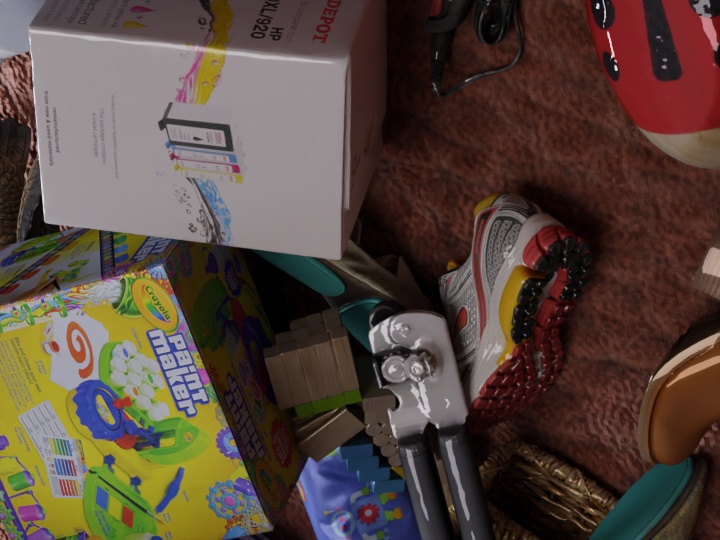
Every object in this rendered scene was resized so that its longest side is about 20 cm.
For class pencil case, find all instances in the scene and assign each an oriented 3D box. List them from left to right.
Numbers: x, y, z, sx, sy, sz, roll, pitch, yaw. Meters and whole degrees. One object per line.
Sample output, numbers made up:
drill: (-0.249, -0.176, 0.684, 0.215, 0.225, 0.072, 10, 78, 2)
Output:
pencil case: (-0.008, 0.163, 1.445, 0.078, 0.086, 0.201, -144, 31, -73)

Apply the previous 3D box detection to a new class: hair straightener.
hair straightener: (0.078, -0.185, 1.200, 0.077, 0.041, 0.201, 29, 130, 21)

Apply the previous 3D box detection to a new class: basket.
basket: (0.130, 0.241, 1.347, 0.199, 0.143, 0.150, 34, 132, 16)

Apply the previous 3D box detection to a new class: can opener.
can opener: (0.052, 0.116, 1.304, 0.052, 0.066, 0.201, -13, 100, 9)

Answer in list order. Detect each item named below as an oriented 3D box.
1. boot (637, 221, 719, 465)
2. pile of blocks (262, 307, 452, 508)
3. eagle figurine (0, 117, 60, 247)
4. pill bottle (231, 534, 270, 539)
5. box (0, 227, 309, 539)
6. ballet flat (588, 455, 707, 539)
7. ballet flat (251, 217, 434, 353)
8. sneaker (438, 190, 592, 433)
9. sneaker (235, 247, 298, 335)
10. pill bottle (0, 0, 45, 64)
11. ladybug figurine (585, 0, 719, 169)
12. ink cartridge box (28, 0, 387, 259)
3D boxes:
boot: (0.259, 0.073, 1.200, 0.154, 0.074, 0.201, 28, 132, 16)
pile of blocks: (0.000, 0.096, 1.374, 0.082, 0.062, 0.200, -34, 123, 14)
eagle figurine: (-0.246, -0.023, 1.473, 0.151, 0.151, 0.201, -19, 102, 2)
pill bottle: (-0.117, 0.251, 1.558, 0.199, 0.116, 0.116, 31, 131, 19)
box: (-0.162, 0.079, 1.338, 0.191, 0.122, 0.201, -13, 111, 20)
ballet flat: (0.165, 0.207, 1.293, 0.071, 0.200, 0.071, 44, 170, 10)
ballet flat: (0.000, 0.000, 1.350, 0.200, 0.063, 0.067, 41, 149, -27)
sneaker: (0.092, 0.031, 1.310, 0.082, 0.077, 0.201, 49, 138, 32)
sneaker: (-0.090, -0.003, 1.411, 0.079, 0.075, 0.201, 28, 133, 28)
pill bottle: (-0.321, -0.190, 1.447, 0.199, 0.116, 0.117, -6, 112, 39)
ladybug figurine: (0.184, -0.145, 1.122, 0.135, 0.072, 0.201, -5, 113, 39)
ink cartridge box: (-0.090, -0.115, 1.255, 0.198, 0.148, 0.145, 7, 125, 8)
